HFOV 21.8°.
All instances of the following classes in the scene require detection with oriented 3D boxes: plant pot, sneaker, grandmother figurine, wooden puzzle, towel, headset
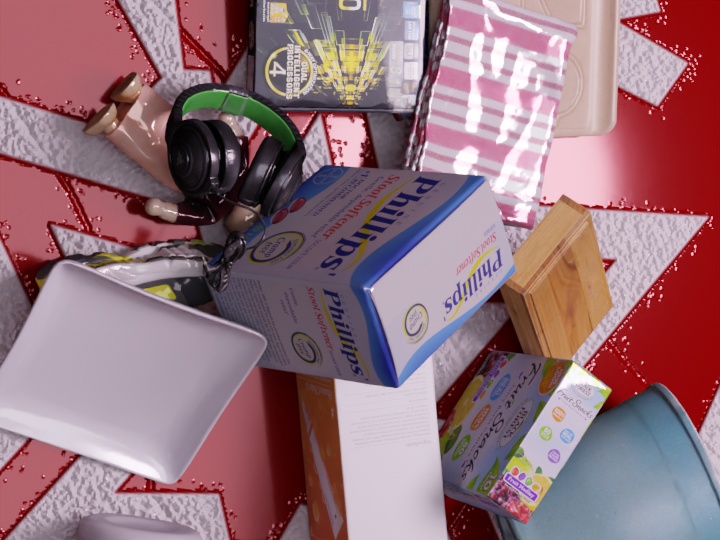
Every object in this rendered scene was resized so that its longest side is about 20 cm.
[{"bbox_3d":[0.231,0.234,1.746,0.186,0.200,0.202,-22,99,-4],"label":"plant pot"},{"bbox_3d":[-0.189,0.024,1.662,0.198,0.074,0.086,-5,107,-15],"label":"sneaker"},{"bbox_3d":[-0.146,-0.091,1.674,0.200,0.060,0.122,43,82,-18],"label":"grandmother figurine"},{"bbox_3d":[0.150,-0.219,1.764,0.198,0.046,0.188,-4,100,-25],"label":"wooden puzzle"},{"bbox_3d":[0.122,-0.147,1.720,0.145,0.030,0.202,11,94,-28],"label":"towel"},{"bbox_3d":[-0.111,-0.077,1.601,0.122,0.201,0.094,14,129,-18],"label":"headset"}]

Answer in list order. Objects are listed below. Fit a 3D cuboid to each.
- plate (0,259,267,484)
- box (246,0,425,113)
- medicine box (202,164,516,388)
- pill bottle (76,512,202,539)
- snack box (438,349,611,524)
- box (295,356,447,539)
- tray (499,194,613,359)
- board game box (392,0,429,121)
[{"bbox_3d":[-0.209,0.085,1.619,0.198,0.032,0.201,22,125,-19],"label":"plate"},{"bbox_3d":[-0.022,-0.245,1.696,0.159,0.049,0.203,1,98,-14],"label":"box"},{"bbox_3d":[0.000,0.000,1.616,0.182,0.199,0.104,-42,123,-37],"label":"medicine box"},{"bbox_3d":[-0.206,0.321,1.635,0.111,0.112,0.202,9,89,-19],"label":"pill bottle"},{"bbox_3d":[0.135,0.147,1.703,0.053,0.200,0.143,35,81,-15],"label":"snack box"},{"bbox_3d":[0.008,0.160,1.699,0.096,0.124,0.203,-6,93,-18],"label":"box"},{"bbox_3d":[0.184,0.020,1.731,0.037,0.200,0.099,34,77,27],"label":"tray"},{"bbox_3d":[0.025,-0.253,1.746,0.103,0.019,0.201,-34,102,-14],"label":"board game box"}]
